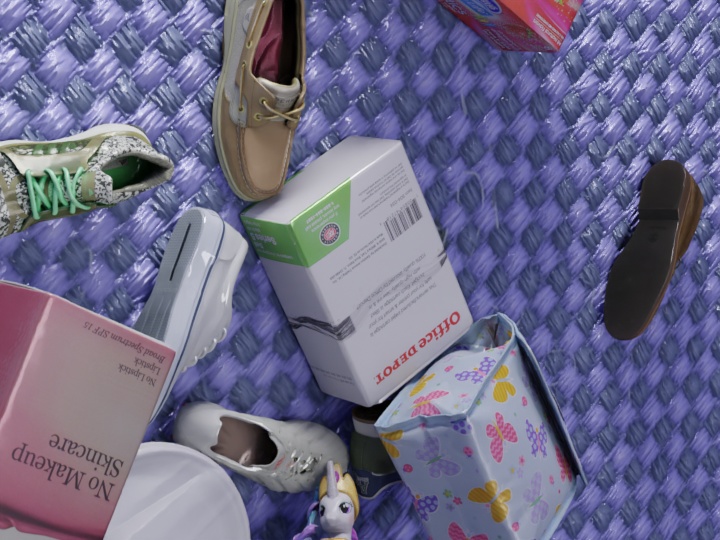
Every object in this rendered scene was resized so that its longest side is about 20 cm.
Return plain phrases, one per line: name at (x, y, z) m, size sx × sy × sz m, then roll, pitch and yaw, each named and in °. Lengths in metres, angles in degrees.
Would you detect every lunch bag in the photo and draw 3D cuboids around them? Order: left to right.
lunch bag at (0.126, 0.151, 1.597) m, size 0.200 × 0.127 × 0.170 m, roll -46°, pitch 117°, yaw -52°

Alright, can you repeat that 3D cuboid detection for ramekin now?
ramekin at (-0.198, 0.237, 1.464) m, size 0.202 × 0.094 × 0.204 m, roll -8°, pitch 103°, yaw -37°

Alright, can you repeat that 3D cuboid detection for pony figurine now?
pony figurine at (-0.008, 0.294, 1.549) m, size 0.200 × 0.166 × 0.194 m, roll -83°, pitch 159°, yaw -54°

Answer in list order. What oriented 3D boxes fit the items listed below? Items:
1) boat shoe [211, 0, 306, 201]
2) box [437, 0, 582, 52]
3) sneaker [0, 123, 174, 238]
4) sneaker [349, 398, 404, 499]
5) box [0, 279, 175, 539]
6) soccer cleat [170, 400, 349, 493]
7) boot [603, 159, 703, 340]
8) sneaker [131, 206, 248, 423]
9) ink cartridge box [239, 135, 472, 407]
boat shoe at (-0.083, -0.158, 1.508) m, size 0.074 × 0.066 × 0.201 m, roll -8°, pitch 102°, yaw -37°
box at (0.117, -0.296, 1.625) m, size 0.200 × 0.095 × 0.100 m, roll 34°, pitch 77°, yaw -37°
sneaker at (-0.235, -0.072, 1.387) m, size 0.199 × 0.088 × 0.077 m, roll -23°, pitch 111°, yaw -33°
sneaker at (0.061, 0.170, 1.675) m, size 0.200 × 0.067 × 0.090 m, roll -4°, pitch 104°, yaw -46°
box at (-0.246, 0.123, 1.299) m, size 0.128 × 0.109 × 0.201 m, roll 27°, pitch 78°, yaw -39°
soccer cleat at (-0.080, 0.163, 1.556) m, size 0.199 × 0.077 × 0.070 m, roll 19°, pitch 85°, yaw -39°
boot at (0.321, -0.012, 1.857) m, size 0.075 × 0.073 × 0.201 m, roll 33°, pitch 75°, yaw -47°
sneaker at (-0.148, 0.048, 1.487) m, size 0.071 × 0.073 × 0.201 m, roll 29°, pitch 79°, yaw -34°
ink cartridge box at (0.000, 0.000, 1.589) m, size 0.145 × 0.084 × 0.201 m, roll -37°, pitch 118°, yaw -28°
